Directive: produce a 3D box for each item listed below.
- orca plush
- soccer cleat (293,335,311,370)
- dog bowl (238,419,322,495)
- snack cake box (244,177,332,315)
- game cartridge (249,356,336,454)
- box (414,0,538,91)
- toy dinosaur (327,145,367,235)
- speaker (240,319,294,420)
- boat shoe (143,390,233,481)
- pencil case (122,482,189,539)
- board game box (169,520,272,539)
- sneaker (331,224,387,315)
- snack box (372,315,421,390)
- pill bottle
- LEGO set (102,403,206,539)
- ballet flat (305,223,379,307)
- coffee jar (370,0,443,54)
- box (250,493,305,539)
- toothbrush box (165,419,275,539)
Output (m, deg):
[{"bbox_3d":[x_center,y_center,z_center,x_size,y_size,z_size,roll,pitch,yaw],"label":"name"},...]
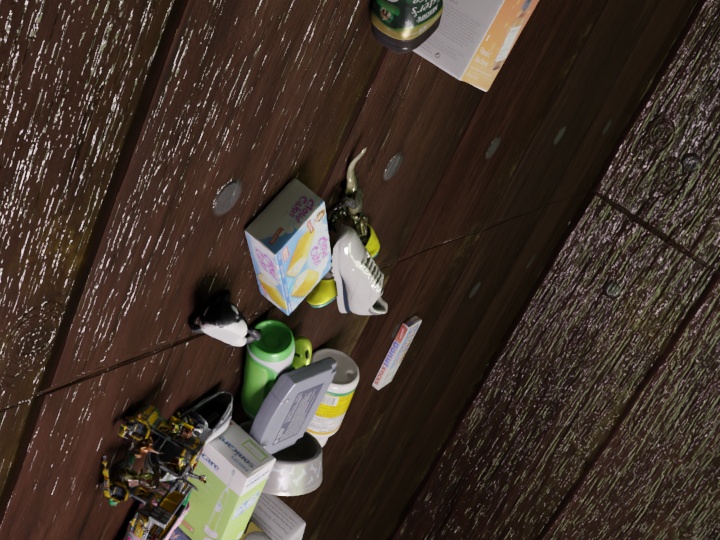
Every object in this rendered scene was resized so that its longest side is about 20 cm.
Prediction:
[{"bbox_3d":[-0.189,0.066,1.441,0.200,0.103,0.073,40,55,-68],"label":"orca plush"},{"bbox_3d":[-0.137,0.197,1.821,0.084,0.063,0.203,-81,-172,-60],"label":"soccer cleat"},{"bbox_3d":[-0.160,0.341,1.787,0.199,0.197,0.060,-14,121,-62],"label":"dog bowl"},{"bbox_3d":[-0.106,-0.032,1.477,0.115,0.067,0.201,-47,160,-20],"label":"snack cake box"},{"bbox_3d":[-0.124,0.241,1.670,0.132,0.041,0.202,-21,146,-49],"label":"game cartridge"},{"bbox_3d":[0.188,-0.404,1.512,0.202,0.106,0.152,-60,160,16],"label":"box"},{"bbox_3d":[-0.020,-0.114,1.591,0.089,0.047,0.202,-52,160,-28],"label":"toy dinosaur"},{"bbox_3d":[-0.161,0.176,1.660,0.088,0.088,0.202,-39,156,-36],"label":"speaker"},{"bbox_3d":[-0.272,0.261,1.555,0.199,0.071,0.069,-35,156,-50],"label":"boat shoe"},{"bbox_3d":[-0.367,0.464,1.643,0.202,0.087,0.087,-60,160,12],"label":"pencil case"},{"bbox_3d":[-0.261,0.481,1.749,0.135,0.199,0.035,-24,145,-54],"label":"board game box"},{"bbox_3d":[0.000,0.000,1.600,0.202,0.079,0.077,78,29,-51],"label":"sneaker"},{"bbox_3d":[0.091,0.207,2.412,0.071,0.024,0.203,-24,144,-55],"label":"snack box"},{"bbox_3d":[-0.080,0.268,1.967,0.112,0.112,0.203,-31,149,-49],"label":"pill bottle"},{"bbox_3d":[-0.315,0.311,1.413,0.202,0.152,0.116,-57,179,29],"label":"LEGO set"},{"bbox_3d":[-0.035,-0.017,1.700,0.200,0.066,0.068,-43,137,-38],"label":"ballet flat"},{"bbox_3d":[0.065,-0.388,1.272,0.104,0.085,0.201,-46,159,-24],"label":"coffee jar"},{"bbox_3d":[-0.241,0.539,1.895,0.171,0.198,0.201,-41,158,-39],"label":"box"},{"bbox_3d":[-0.252,0.369,1.669,0.086,0.145,0.203,-25,145,-53],"label":"toothbrush box"}]
